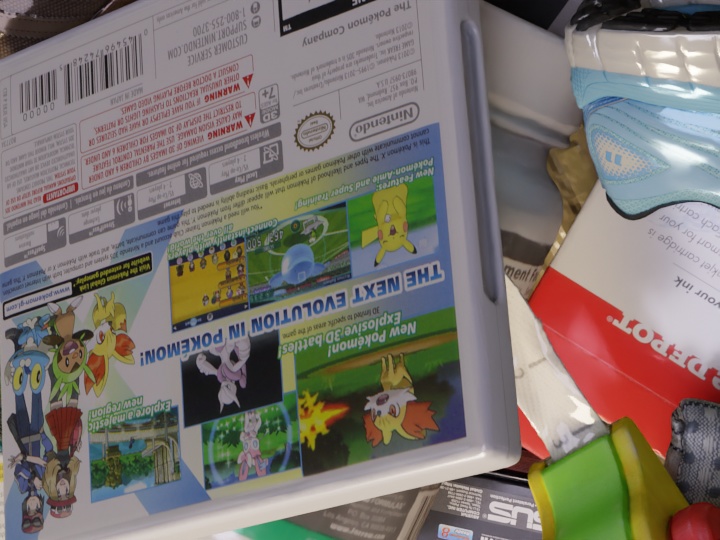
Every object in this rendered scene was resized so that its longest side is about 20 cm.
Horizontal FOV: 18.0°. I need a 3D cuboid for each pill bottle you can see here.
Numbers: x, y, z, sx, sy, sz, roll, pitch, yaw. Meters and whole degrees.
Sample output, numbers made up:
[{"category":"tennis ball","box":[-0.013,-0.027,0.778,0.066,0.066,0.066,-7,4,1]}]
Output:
[{"category":"pill bottle","box":[0.000,0.000,0.779,0.113,0.113,0.201,26,96,14]}]

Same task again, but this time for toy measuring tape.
[{"category":"toy measuring tape","box":[0.068,0.072,0.702,0.073,0.074,0.200,-30,101,22]}]

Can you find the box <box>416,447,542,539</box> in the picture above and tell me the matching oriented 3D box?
[{"category":"box","box":[-0.008,0.136,0.875,0.199,0.049,0.162,10,101,18]}]

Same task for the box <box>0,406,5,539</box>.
[{"category":"box","box":[-0.155,0.157,0.882,0.049,0.082,0.201,21,108,46]}]

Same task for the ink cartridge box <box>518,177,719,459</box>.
[{"category":"ink cartridge box","box":[0.139,-0.010,0.785,0.116,0.067,0.200,32,108,10]}]

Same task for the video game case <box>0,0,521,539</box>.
[{"category":"video game case","box":[-0.041,-0.009,0.727,0.200,0.022,0.183,-17,69,35]}]

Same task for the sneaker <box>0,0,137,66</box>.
[{"category":"sneaker","box":[-0.104,-0.113,0.834,0.200,0.071,0.076,-37,122,11]}]

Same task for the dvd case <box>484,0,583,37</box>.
[{"category":"dvd case","box":[0.041,-0.159,0.817,0.150,0.025,0.200,40,109,10]}]

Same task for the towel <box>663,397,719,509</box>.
[{"category":"towel","box":[0.178,0.144,0.782,0.192,0.035,0.201,8,110,-7]}]

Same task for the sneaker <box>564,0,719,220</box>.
[{"category":"sneaker","box":[0.164,-0.043,0.708,0.199,0.078,0.090,6,118,19]}]
